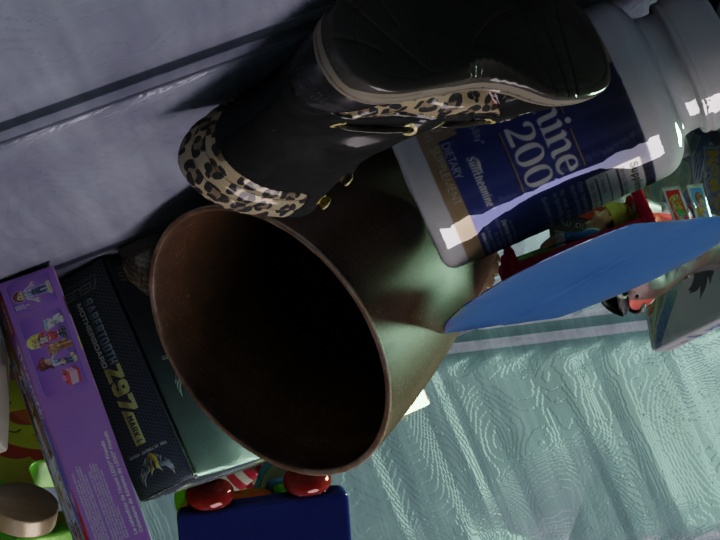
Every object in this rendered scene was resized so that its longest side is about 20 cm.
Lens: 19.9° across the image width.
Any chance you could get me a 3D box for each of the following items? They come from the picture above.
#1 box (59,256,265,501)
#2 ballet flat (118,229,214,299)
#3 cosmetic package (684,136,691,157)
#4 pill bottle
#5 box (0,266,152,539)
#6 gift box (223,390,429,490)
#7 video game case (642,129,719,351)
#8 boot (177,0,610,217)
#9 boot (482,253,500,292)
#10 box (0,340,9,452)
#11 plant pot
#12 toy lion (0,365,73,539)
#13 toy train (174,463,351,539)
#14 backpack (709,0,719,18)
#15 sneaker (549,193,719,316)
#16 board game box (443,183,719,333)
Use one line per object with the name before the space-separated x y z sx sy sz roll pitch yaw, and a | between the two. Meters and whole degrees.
box | -0.114 0.065 1.410 0.051 0.158 0.200 -26 172 24
ballet flat | -0.088 -0.009 1.385 0.067 0.046 0.200 -27 173 31
cosmetic package | 0.169 -0.103 1.425 0.102 0.074 0.200 -24 171 8
pill bottle | 0.119 -0.089 1.197 0.200 0.111 0.111 -24 173 2
box | -0.183 0.107 1.314 0.039 0.200 0.137 -19 173 -13
gift box | -0.087 0.103 1.691 0.200 0.185 0.187 -36 169 36
video game case | 0.249 -0.056 1.527 0.022 0.200 0.182 -4 166 -21
boot | 0.017 -0.086 1.036 0.200 0.073 0.151 -11 165 -46
boot | 0.008 -0.023 1.547 0.107 0.075 0.200 29 165 -29
box | -0.259 0.070 1.247 0.082 0.068 0.200 1 171 -7
plant pot | 0.000 0.000 1.310 0.200 0.187 0.187 -38 -175 -42
toy lion | -0.238 0.133 1.474 0.192 0.200 0.069 -17 129 -46
toy train | -0.115 0.180 1.473 0.200 0.085 0.116 -7 -166 -12
backpack | 0.288 -0.154 1.200 0.167 0.127 0.200 -20 170 -1
sneaker | 0.186 -0.009 1.394 0.200 0.082 0.077 10 -177 -45
board game box | 0.136 -0.014 1.247 0.200 0.039 0.158 -5 160 -48
